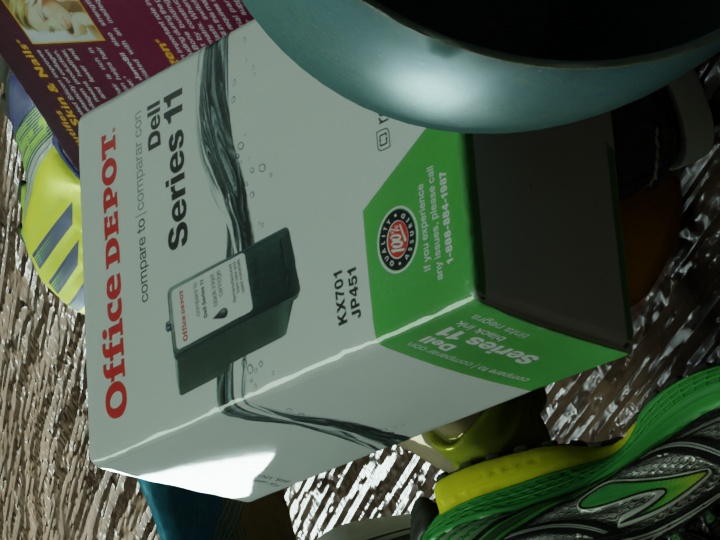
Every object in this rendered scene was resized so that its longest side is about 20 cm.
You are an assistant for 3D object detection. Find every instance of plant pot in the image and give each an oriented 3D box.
[{"bbox_3d":[0.032,-0.121,0.897,0.201,0.200,0.135,57,155,13],"label":"plant pot"}]

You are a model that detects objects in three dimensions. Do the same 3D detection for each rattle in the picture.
[{"bbox_3d":[0.025,0.009,1.179,0.130,0.143,0.200,21,177,-15],"label":"rattle"}]

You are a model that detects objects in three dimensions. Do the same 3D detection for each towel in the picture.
[{"bbox_3d":[-0.064,0.125,1.385,0.147,0.022,0.201,-69,-29,-57],"label":"towel"}]

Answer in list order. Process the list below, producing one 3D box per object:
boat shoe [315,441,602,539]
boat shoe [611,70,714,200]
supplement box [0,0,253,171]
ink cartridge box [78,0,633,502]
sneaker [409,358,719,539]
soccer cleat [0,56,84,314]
[{"bbox_3d":[0.070,0.119,1.173,0.068,0.199,0.072,20,113,51],"label":"boat shoe"},{"bbox_3d":[0.056,-0.116,1.077,0.200,0.060,0.076,58,161,12],"label":"boat shoe"},{"bbox_3d":[-0.053,-0.109,1.186,0.199,0.086,0.111,0,136,40],"label":"supplement box"},{"bbox_3d":[-0.008,-0.016,1.034,0.200,0.083,0.147,-25,60,40],"label":"ink cartridge box"},{"bbox_3d":[0.112,0.097,1.054,0.078,0.199,0.085,53,-158,-33],"label":"sneaker"},{"bbox_3d":[-0.125,-0.033,1.410,0.084,0.065,0.201,37,153,33],"label":"soccer cleat"}]
